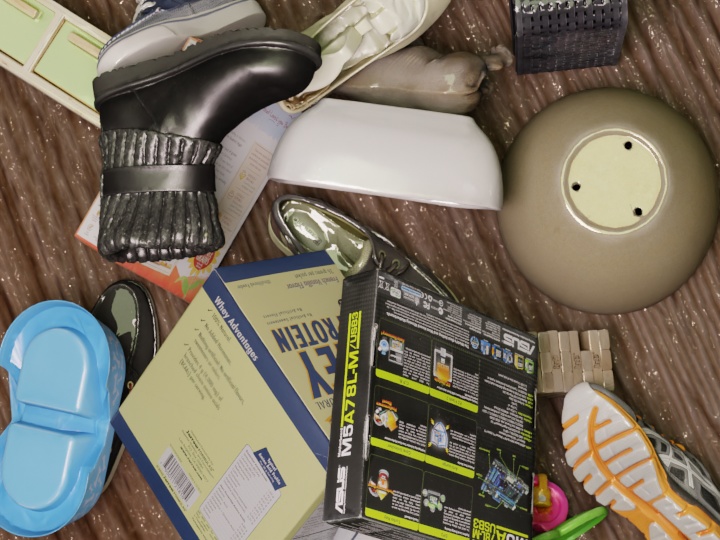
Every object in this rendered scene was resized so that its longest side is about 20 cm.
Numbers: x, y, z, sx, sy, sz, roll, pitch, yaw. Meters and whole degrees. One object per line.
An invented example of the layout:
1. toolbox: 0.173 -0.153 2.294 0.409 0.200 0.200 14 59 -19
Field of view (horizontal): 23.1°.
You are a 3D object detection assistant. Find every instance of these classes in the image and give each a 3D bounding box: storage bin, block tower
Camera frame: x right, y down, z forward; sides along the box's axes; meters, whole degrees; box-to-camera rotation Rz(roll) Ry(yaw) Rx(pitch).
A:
1. storage bin: 0.170 -0.252 1.497 0.093 0.200 0.137 -5 84 4
2. block tower: 0.124 0.081 1.502 0.198 0.054 0.058 -2 81 -24

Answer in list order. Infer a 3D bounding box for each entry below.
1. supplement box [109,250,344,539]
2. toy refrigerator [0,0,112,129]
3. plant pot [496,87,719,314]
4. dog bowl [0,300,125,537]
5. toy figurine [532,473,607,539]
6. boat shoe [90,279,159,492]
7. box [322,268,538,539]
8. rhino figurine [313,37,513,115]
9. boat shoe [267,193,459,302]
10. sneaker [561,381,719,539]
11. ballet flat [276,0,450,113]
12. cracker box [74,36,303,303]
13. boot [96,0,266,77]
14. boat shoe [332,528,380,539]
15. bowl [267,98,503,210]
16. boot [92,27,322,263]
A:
1. supplement box: -0.069 0.128 1.454 0.201 0.134 0.200 54 127 22
2. toy refrigerator: -0.261 -0.188 1.598 0.199 0.070 0.076 33 89 8
3. plant pot: 0.214 -0.066 1.510 0.198 0.134 0.202 0 86 5
4. dog bowl: -0.261 0.128 1.519 0.111 0.050 0.202 9 87 23
5. toy figurine: 0.085 0.177 1.515 0.199 0.150 0.185 -25 73 -17
6. boat shoe: -0.231 0.105 1.574 0.073 0.063 0.203 15 84 12
7. box: 0.060 0.119 1.365 0.047 0.199 0.195 -12 65 43
8. rhino figurine: 0.028 -0.169 1.545 0.198 0.087 0.060 7 114 30
9. boat shoe: 0.000 -0.001 1.558 0.200 0.066 0.072 35 88 7
10. sneaker: 0.246 0.170 1.502 0.078 0.077 0.200 -33 101 39
11. ballet flat: 0.002 -0.199 1.484 0.199 0.069 0.070 -36 83 12
12. cracker box: -0.146 -0.085 1.542 0.057 0.134 0.201 30 88 33
13. boot: -0.177 -0.219 1.548 0.090 0.199 0.073 46 128 14
14. boat shoe: 0.003 0.251 1.436 0.073 0.201 0.067 -16 58 -22
15. bowl: 0.023 -0.098 1.492 0.198 0.200 0.075 6 91 -1
16. boot: -0.120 -0.096 1.420 0.209 0.079 0.159 -14 71 21
